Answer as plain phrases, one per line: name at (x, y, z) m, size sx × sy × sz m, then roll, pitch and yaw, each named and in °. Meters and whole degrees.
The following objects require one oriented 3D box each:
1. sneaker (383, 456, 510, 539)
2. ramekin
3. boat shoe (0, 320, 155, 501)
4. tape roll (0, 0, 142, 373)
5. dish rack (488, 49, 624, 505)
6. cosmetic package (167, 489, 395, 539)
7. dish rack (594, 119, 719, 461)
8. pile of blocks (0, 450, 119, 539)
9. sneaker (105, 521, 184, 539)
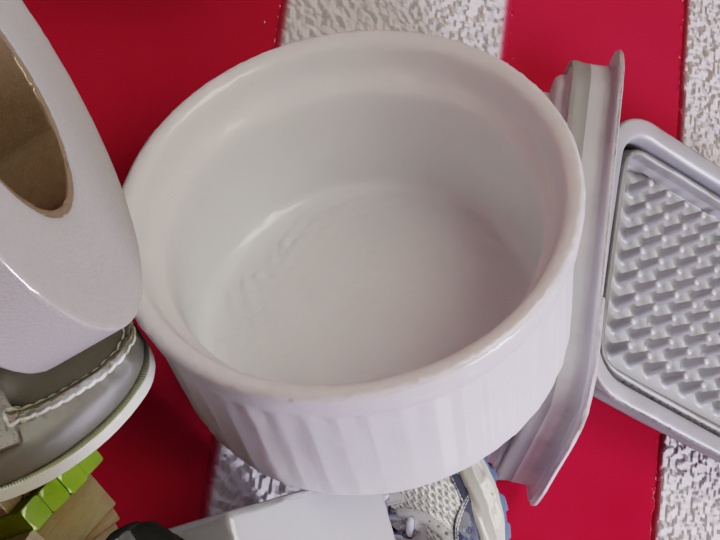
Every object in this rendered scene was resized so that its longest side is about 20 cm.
sneaker at (-0.001, 0.083, 0.878) m, size 0.085 × 0.077 × 0.201 m, roll -21°, pitch 80°, yaw -30°
ramekin at (0.000, 0.000, 0.796) m, size 0.098 × 0.200 × 0.201 m, roll 77°, pitch 32°, yaw -50°
boat shoe at (-0.174, 0.056, 0.710) m, size 0.201 × 0.060 × 0.072 m, roll -23°, pitch 49°, yaw -19°
tape roll at (-0.148, -0.059, 0.659) m, size 0.203 × 0.037 × 0.203 m, roll 57°, pitch 12°, yaw -19°
dish rack at (0.091, 0.003, 0.922) m, size 0.043 × 0.172 × 0.201 m, roll 10°, pitch 65°, yaw 0°
cosmetic package at (-0.021, 0.200, 0.802) m, size 0.101 × 0.071 × 0.201 m, roll -8°, pitch 81°, yaw -51°
dish rack at (0.193, 0.025, 1.047) m, size 0.200 × 0.043 × 0.172 m, roll 28°, pitch 61°, yaw -31°
pile of blocks at (-0.120, 0.133, 0.769) m, size 0.082 × 0.062 × 0.201 m, roll -18°, pitch 86°, yaw -39°
sneaker at (-0.013, 0.143, 0.702) m, size 0.115 × 0.200 × 0.075 m, roll -33°, pitch 133°, yaw -13°
